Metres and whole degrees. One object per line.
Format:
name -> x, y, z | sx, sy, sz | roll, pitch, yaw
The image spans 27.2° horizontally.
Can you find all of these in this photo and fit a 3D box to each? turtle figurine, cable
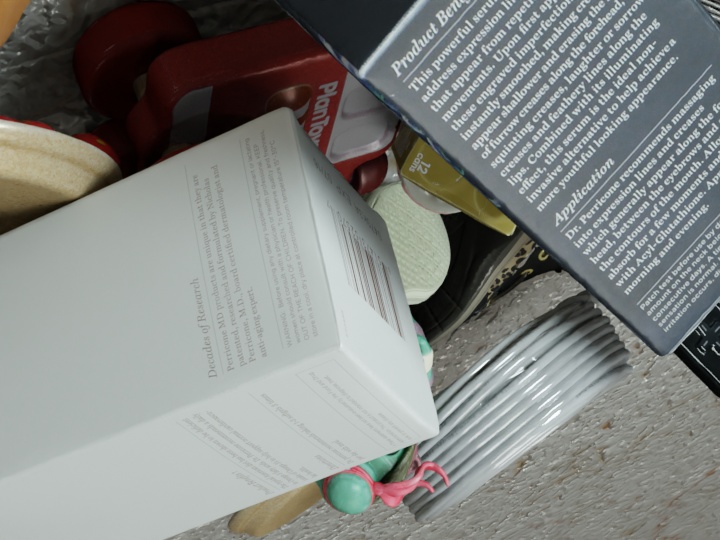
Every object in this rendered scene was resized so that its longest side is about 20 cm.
turtle figurine -> -0.007, 0.097, 0.929 | 0.148, 0.102, 0.200 | -23, -167, 13
cable -> 0.100, 0.100, 1.053 | 0.200, 0.070, 0.200 | -41, 170, 17

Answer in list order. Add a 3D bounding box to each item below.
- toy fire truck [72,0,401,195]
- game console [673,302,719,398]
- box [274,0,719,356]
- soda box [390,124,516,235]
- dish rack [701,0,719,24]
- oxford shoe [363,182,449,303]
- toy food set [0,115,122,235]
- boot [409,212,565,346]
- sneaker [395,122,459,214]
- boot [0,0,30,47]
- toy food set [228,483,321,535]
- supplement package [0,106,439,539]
toy fire truck -> -0.053, -0.057, 0.767 | 0.166, 0.113, 0.201 | -16, 152, -19
game console -> 0.244, -0.054, 0.894 | 0.200, 0.176, 0.116 | -45, 180, -24
box -> 0.069, -0.085, 0.603 | 0.107, 0.149, 0.200 | -47, 124, 5
soda box -> 0.093, -0.123, 0.732 | 0.067, 0.064, 0.201 | 28, 103, -11
dish rack -> 0.187, -0.162, 0.775 | 0.054, 0.154, 0.201 | 26, 140, 0
oxford shoe -> 0.000, 0.000, 0.895 | 0.057, 0.076, 0.200 | -23, -169, 31
toy food set -> -0.205, -0.045, 0.657 | 0.196, 0.049, 0.199 | -13, 165, 36
boot -> 0.115, -0.011, 1.045 | 0.149, 0.074, 0.201 | 3, 136, -44
sneaker -> 0.082, -0.128, 0.822 | 0.201, 0.075, 0.105 | -57, -172, 8
boot -> -0.092, -0.156, 0.610 | 0.153, 0.074, 0.200 | -10, 152, -38
toy food set -> -0.024, 0.131, 1.140 | 0.197, 0.049, 0.200 | -39, 169, 6
supplement package -> -0.085, 0.038, 0.653 | 0.198, 0.119, 0.117 | -22, 151, 13
